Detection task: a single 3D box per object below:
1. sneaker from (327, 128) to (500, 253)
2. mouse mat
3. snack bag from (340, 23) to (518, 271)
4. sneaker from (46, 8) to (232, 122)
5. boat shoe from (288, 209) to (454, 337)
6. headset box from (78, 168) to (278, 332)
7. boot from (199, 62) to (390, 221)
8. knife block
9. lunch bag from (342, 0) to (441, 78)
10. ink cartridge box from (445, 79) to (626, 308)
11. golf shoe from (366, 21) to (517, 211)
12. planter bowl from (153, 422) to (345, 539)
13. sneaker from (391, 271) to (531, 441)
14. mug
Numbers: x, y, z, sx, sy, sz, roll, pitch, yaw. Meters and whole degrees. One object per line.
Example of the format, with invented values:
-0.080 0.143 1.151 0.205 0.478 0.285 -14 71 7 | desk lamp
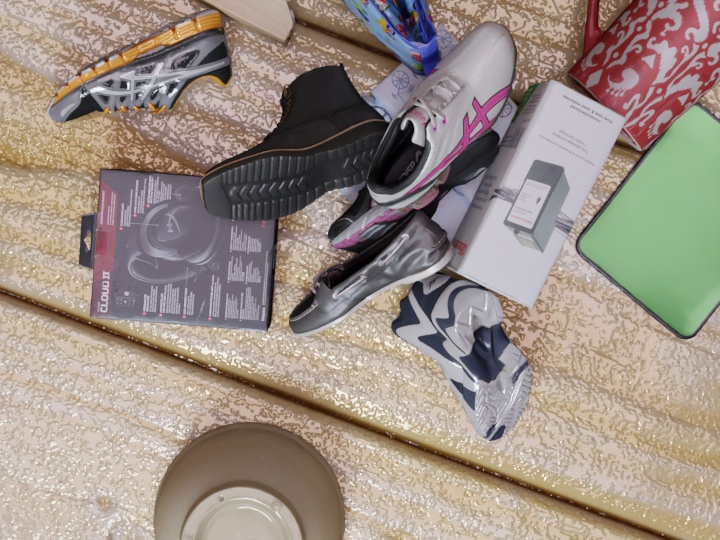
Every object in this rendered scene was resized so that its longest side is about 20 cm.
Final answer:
0.045 -0.097 1.517 0.199 0.080 0.087 -38 63 14 | sneaker
0.338 -0.051 1.568 0.161 0.008 0.201 39 91 -3 | mouse mat
0.073 -0.116 1.553 0.200 0.021 0.189 -42 93 1 | snack bag
-0.219 -0.188 1.519 0.198 0.078 0.078 -24 106 4 | sneaker
0.000 0.000 1.509 0.199 0.067 0.057 -28 112 26 | boat shoe
-0.183 -0.022 1.525 0.198 0.077 0.151 4 92 0 | headset box
-0.077 -0.129 1.489 0.198 0.139 0.078 -15 137 -18 | boot
-0.172 -0.300 1.518 0.174 0.064 0.202 -18 93 1 | knife block
0.022 -0.268 1.467 0.094 0.151 0.201 -30 86 1 | lunch bag
0.164 -0.075 1.476 0.083 0.146 0.201 26 93 -5 | ink cartridge box
0.077 -0.141 1.407 0.072 0.092 0.201 35 98 16 | golf shoe
-0.113 0.261 1.513 0.198 0.135 0.203 0 94 -1 | planter bowl
0.095 0.074 1.540 0.079 0.129 0.200 -40 133 -13 | sneaker
0.300 -0.239 1.514 0.200 0.133 0.178 -45 54 6 | mug
